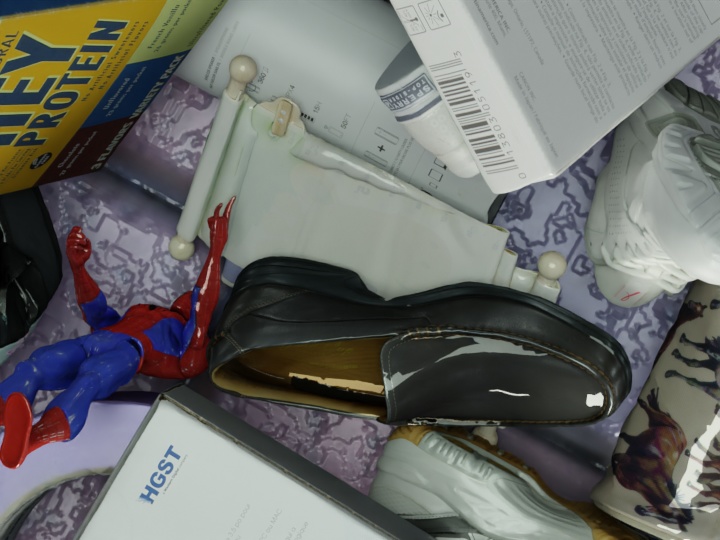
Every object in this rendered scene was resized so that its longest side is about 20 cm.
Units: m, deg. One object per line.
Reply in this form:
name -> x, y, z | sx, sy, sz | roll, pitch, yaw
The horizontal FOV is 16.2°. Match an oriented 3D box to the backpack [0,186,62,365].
backpack -> -0.239, -0.022, 1.196 | 0.200, 0.167, 0.127 | 49, 127, 1

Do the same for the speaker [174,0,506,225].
speaker -> -0.011, -0.096, 1.212 | 0.200, 0.081, 0.081 | 28, 92, 3

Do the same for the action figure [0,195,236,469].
action figure -> -0.118, 0.018, 1.159 | 0.065, 0.200, 0.099 | 12, 105, 23

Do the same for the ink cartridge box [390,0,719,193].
ink cartridge box -> 0.094, -0.153, 1.114 | 0.200, 0.050, 0.161 | -40, 108, -36

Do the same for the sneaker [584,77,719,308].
sneaker -> 0.146, -0.019, 1.154 | 0.078, 0.200, 0.100 | 25, 106, -6

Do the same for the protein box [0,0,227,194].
protein box -> -0.204, -0.143, 1.125 | 0.199, 0.200, 0.135 | 51, 125, 15

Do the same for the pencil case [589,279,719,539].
pencil case -> 0.183, 0.045, 1.187 | 0.078, 0.089, 0.200 | 30, 84, -29

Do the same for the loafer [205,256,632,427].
loafer -> 0.025, 0.048, 1.177 | 0.199, 0.072, 0.073 | 6, 126, 18

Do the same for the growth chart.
growth chart -> 0.000, 0.000, 1.211 | 0.200, 0.018, 0.145 | 30, 129, 1

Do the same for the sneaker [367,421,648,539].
sneaker -> 0.089, 0.150, 1.199 | 0.200, 0.076, 0.088 | 29, 98, 19

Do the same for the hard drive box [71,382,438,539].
hard drive box -> -0.040, 0.168, 1.135 | 0.200, 0.077, 0.156 | 32, 93, 2

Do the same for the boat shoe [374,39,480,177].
boat shoe -> 0.082, -0.112, 1.171 | 0.071, 0.200, 0.070 | -25, 108, 43

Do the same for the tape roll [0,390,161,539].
tape roll -> -0.115, 0.160, 1.220 | 0.199, 0.085, 0.201 | 0, 91, 4
